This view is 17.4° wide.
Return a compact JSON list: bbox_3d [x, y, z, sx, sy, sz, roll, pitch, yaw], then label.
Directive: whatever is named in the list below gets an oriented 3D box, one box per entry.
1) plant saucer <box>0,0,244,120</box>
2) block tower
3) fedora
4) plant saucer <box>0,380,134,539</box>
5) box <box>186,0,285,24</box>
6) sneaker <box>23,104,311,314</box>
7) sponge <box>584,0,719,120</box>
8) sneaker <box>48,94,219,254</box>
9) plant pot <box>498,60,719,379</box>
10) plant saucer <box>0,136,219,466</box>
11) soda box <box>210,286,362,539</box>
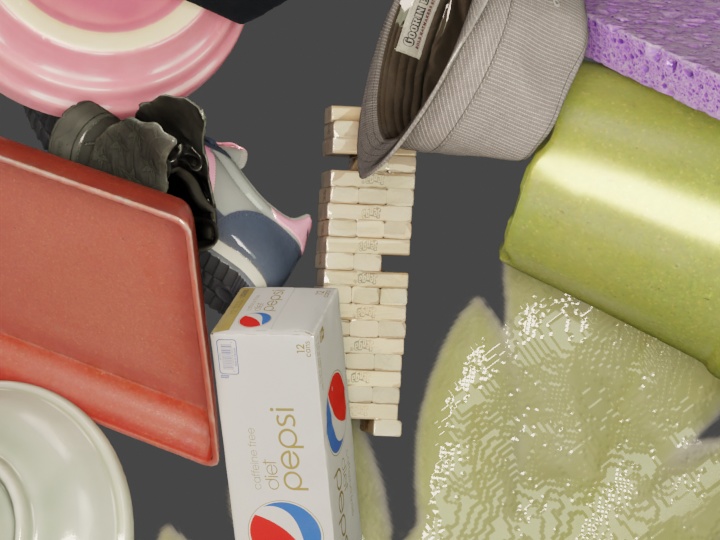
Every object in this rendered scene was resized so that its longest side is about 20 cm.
[{"bbox_3d":[-0.158,-0.189,1.392,0.200,0.051,0.201,5,71,-14],"label":"plant saucer"},{"bbox_3d":[0.000,0.000,1.447,0.058,0.054,0.201,2,90,-7],"label":"block tower"},{"bbox_3d":[0.072,-0.126,1.365,0.090,0.200,0.177,23,124,-15],"label":"fedora"},{"bbox_3d":[-0.229,0.158,1.367,0.200,0.050,0.201,-6,73,21],"label":"plant saucer"},{"bbox_3d":[-0.088,-0.267,1.334,0.148,0.107,0.201,19,58,-40],"label":"box"},{"bbox_3d":[-0.117,-0.062,1.433,0.200,0.070,0.082,45,58,-2],"label":"sneaker"},{"bbox_3d":[0.203,-0.131,1.391,0.111,0.200,0.030,-9,117,-30],"label":"sponge"},{"bbox_3d":[-0.127,-0.024,1.359,0.060,0.104,0.200,-38,141,-37],"label":"sneaker"},{"bbox_3d":[0.188,-0.039,1.418,0.184,0.200,0.201,19,88,3],"label":"plant pot"},{"bbox_3d":[-0.166,0.005,1.345,0.200,0.200,0.037,18,48,20],"label":"plant saucer"},{"bbox_3d":[-0.041,0.113,1.394,0.063,0.068,0.201,1,114,13],"label":"soda box"}]
